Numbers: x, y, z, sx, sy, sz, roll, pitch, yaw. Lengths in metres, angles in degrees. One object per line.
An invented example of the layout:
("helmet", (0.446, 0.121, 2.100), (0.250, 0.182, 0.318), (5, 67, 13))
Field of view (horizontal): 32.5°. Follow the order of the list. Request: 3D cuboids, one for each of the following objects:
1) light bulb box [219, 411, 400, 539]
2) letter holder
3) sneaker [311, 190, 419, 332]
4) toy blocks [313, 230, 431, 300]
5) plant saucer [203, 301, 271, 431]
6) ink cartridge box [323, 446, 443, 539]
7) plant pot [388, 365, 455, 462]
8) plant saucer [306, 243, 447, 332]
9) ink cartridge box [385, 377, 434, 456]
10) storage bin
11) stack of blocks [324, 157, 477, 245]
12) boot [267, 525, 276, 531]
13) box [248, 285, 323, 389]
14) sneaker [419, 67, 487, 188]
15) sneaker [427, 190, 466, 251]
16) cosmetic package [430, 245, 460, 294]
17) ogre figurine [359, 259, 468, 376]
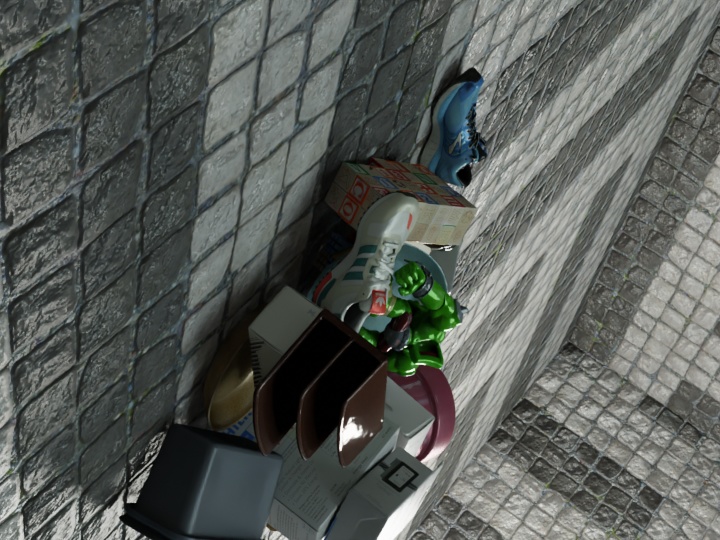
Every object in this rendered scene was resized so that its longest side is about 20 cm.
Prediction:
("light bulb box", (-0.081, 0.256, 1.746), (0.198, 0.199, 0.125), (-47, 163, -27))
("letter holder", (-0.050, 0.169, 1.487), (0.142, 0.100, 0.201), (-46, 160, -24))
("sneaker", (0.020, 0.002, 1.486), (0.070, 0.094, 0.201), (15, 122, -40))
("toy blocks", (0.000, 0.000, 1.665), (0.136, 0.100, 0.202), (25, 101, -39))
("plant saucer", (-0.143, 0.113, 1.590), (0.201, 0.035, 0.201), (-49, 161, -23))
("ink cartridge box", (0.032, 0.327, 1.731), (0.199, 0.067, 0.117), (-28, 148, -60))
("plant pot", (0.035, 0.248, 2.115), (0.178, 0.200, 0.202), (-8, 132, -48))
("plant saucer", (0.016, 0.040, 1.624), (0.198, 0.039, 0.204), (-8, 125, -12))
("ink cartridge box", (0.009, 0.266, 1.915), (0.084, 0.145, 0.202), (-27, 149, -49))
("storage bin", (-0.194, 0.275, 1.574), (0.199, 0.144, 0.136), (25, 85, -54))
("stack of blocks", (0.046, -0.092, 1.605), (0.198, 0.115, 0.059), (2, 122, -50))
("boot", (-0.129, 0.337, 2.021), (0.075, 0.073, 0.203), (1, 115, -53))
("box", (-0.089, 0.111, 1.558), (0.082, 0.068, 0.201), (-47, 160, -26))
("sneaker", (0.150, -0.199, 1.752), (0.078, 0.089, 0.201), (-44, 159, -35))
("sneaker", (0.125, -0.082, 1.768), (0.201, 0.083, 0.075), (-104, -149, -63))
("cosmetic package", (0.105, 0.014, 1.900), (0.200, 0.070, 0.103), (96, 7, -70))
("ogre figurine", (0.050, 0.074, 1.573), (0.202, 0.119, 0.098), (-60, -155, 18))
